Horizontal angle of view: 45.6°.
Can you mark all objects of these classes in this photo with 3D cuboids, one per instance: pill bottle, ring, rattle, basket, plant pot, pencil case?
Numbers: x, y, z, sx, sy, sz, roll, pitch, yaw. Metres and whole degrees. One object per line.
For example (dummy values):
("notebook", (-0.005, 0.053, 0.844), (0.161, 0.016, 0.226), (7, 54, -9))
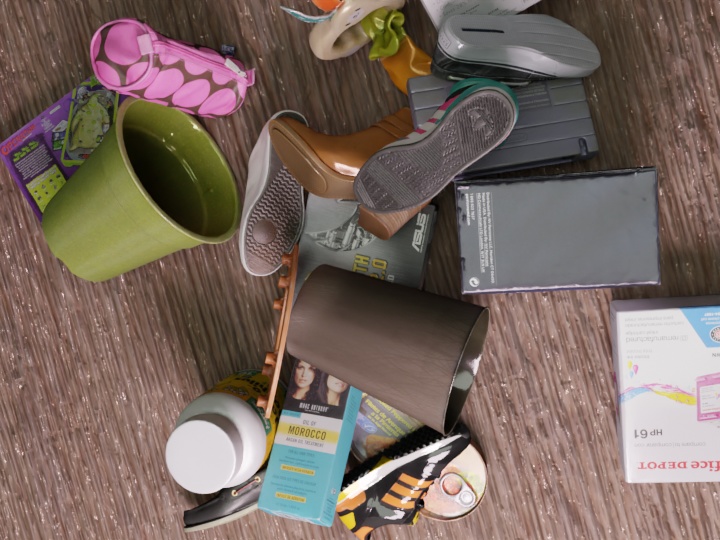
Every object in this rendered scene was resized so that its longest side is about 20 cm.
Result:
("pill bottle", (-0.156, 0.192, 1.030), (0.112, 0.200, 0.114), (1, 96, 11))
("ring", (-0.095, 0.068, 0.981), (0.019, 0.200, 0.202), (11, 98, -6))
("rattle", (0.005, -0.247, 0.950), (0.129, 0.200, 0.144), (-16, 93, 13))
("basket", (0.028, 0.079, 0.964), (0.199, 0.181, 0.136), (20, 58, 17))
("plant pot", (-0.283, -0.081, 1.047), (0.189, 0.200, 0.201), (-28, 90, 24))
("pencil case", (-0.213, -0.235, 0.997), (0.093, 0.200, 0.091), (1, 93, 27))

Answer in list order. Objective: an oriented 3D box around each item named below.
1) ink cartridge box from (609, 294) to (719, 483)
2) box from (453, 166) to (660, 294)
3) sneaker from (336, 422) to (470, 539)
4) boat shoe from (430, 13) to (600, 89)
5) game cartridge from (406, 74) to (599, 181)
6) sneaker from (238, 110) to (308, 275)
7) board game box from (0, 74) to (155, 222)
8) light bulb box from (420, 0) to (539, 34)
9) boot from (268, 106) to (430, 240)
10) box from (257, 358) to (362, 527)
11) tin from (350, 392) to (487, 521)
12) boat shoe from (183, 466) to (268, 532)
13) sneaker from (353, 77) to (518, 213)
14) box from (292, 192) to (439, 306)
("ink cartridge box", (0.366, 0.135, 0.977), (0.143, 0.085, 0.202), (-4, 96, 12))
("box", (0.210, -0.045, 0.930), (0.197, 0.200, 0.124), (-4, 95, 12))
("sneaker", (0.060, 0.256, 1.028), (0.199, 0.070, 0.090), (-32, 94, 17))
("boat shoe", (0.167, -0.236, 0.942), (0.199, 0.071, 0.073), (3, 61, -20))
("game cartridge", (0.159, -0.175, 0.976), (0.199, 0.038, 0.131), (-9, 72, -3))
("sneaker", (-0.107, -0.094, 1.053), (0.072, 0.085, 0.201), (13, 93, -20))
("board game box", (-0.370, -0.165, 1.124), (0.199, 0.032, 0.120), (-31, 93, 12))
("light bulb box", (0.125, -0.379, 0.899), (0.197, 0.200, 0.125), (-28, 46, 12))
("boot", (0.007, -0.147, 0.998), (0.200, 0.077, 0.155), (36, 66, 11))
("box", (-0.054, 0.196, 1.028), (0.082, 0.049, 0.201), (6, 67, 18))
("tin", (0.071, 0.223, 1.071), (0.200, 0.042, 0.112), (41, 106, 5))
("boat shoe", (-0.143, 0.282, 1.105), (0.200, 0.074, 0.063), (-25, 81, 11))
("sneaker", (0.088, -0.139, 0.911), (0.199, 0.121, 0.084), (-30, 98, 31))
("box", (0.000, 0.000, 1.055), (0.157, 0.048, 0.201), (13, 98, 9))
